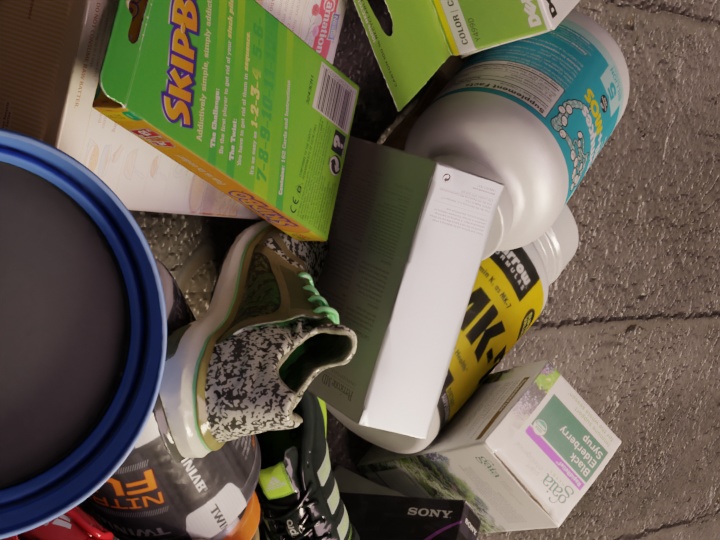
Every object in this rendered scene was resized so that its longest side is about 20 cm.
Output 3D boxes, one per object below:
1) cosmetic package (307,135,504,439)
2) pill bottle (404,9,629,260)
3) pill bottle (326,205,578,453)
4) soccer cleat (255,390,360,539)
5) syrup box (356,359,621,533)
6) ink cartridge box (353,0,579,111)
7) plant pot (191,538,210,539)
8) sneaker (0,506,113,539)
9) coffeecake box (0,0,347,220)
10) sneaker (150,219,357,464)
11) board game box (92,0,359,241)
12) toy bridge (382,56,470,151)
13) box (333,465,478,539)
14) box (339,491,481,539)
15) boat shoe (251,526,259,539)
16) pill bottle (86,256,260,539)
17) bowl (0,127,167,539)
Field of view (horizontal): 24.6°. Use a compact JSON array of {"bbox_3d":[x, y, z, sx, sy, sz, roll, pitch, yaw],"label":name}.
[{"bbox_3d":[0.000,0.000,0.989,0.052,0.200,0.151,17,94,-26],"label":"cosmetic package"},{"bbox_3d":[0.098,-0.087,1.088,0.200,0.110,0.111,-52,143,-46],"label":"pill bottle"},{"bbox_3d":[0.059,0.021,1.146,0.200,0.114,0.115,-47,138,-29],"label":"pill bottle"},{"bbox_3d":[-0.041,0.153,1.055,0.081,0.067,0.201,28,47,-69],"label":"soccer cleat"},{"bbox_3d":[0.085,0.128,1.153,0.079,0.200,0.081,47,64,-10],"label":"syrup box"},{"bbox_3d":[0.062,-0.202,0.999,0.200,0.076,0.148,-50,123,-54],"label":"ink cartridge box"},{"bbox_3d":[-0.102,0.261,0.931,0.184,0.200,0.200,-54,146,13],"label":"plant pot"},{"bbox_3d":[-0.185,0.097,0.861,0.078,0.115,0.200,-48,139,-27],"label":"sneaker"},{"bbox_3d":[-0.106,-0.112,0.903,0.200,0.073,0.154,3,104,-53],"label":"coffeecake box"},{"bbox_3d":[-0.038,0.037,0.895,0.200,0.088,0.077,-62,149,-53],"label":"sneaker"},{"bbox_3d":[-0.068,-0.094,0.856,0.200,0.030,0.096,35,62,-54],"label":"board game box"},{"bbox_3d":[0.048,-0.146,1.126,0.067,0.027,0.201,29,81,-55],"label":"toy bridge"},{"bbox_3d":[-0.008,0.260,1.160,0.200,0.124,0.098,-54,141,-20],"label":"box"},{"bbox_3d":[-0.011,0.241,1.085,0.036,0.142,0.201,58,40,-46],"label":"box"},{"bbox_3d":[-0.105,0.239,1.069,0.066,0.071,0.202,-19,128,-76],"label":"boat shoe"},{"bbox_3d":[-0.121,0.090,0.949,0.106,0.106,0.200,-49,139,-26],"label":"pill bottle"},{"bbox_3d":[-0.194,0.030,0.793,0.200,0.039,0.202,-1,97,-12],"label":"bowl"}]
